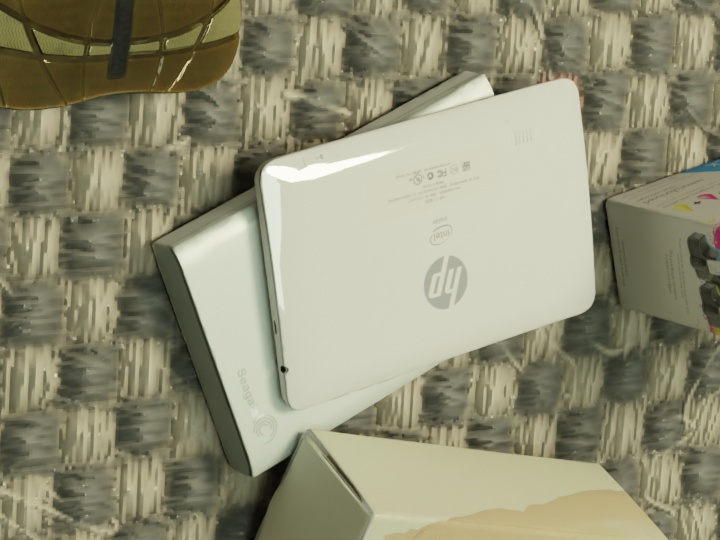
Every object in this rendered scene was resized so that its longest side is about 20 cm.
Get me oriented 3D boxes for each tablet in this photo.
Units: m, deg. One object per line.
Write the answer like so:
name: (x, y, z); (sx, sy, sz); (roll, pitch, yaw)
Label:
tablet: (0.038, -0.015, 1.315); (0.200, 0.014, 0.130); (-17, 110, -31)

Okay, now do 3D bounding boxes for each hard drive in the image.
hard drive: (0.000, 0.000, 1.316); (0.200, 0.026, 0.132); (-31, 116, -27)

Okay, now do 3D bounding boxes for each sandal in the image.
sandal: (-0.136, -0.116, 1.182); (0.200, 0.054, 0.080); (-3, 109, -50)

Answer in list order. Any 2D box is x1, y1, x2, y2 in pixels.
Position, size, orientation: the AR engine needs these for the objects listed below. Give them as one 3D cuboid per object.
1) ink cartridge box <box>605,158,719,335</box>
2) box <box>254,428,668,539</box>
ink cartridge box: (0.240, -0.008, 1.374); (0.115, 0.200, 0.068); (-21, 112, -30)
box: (0.050, 0.147, 1.338); (0.200, 0.078, 0.095); (8, 116, -36)
